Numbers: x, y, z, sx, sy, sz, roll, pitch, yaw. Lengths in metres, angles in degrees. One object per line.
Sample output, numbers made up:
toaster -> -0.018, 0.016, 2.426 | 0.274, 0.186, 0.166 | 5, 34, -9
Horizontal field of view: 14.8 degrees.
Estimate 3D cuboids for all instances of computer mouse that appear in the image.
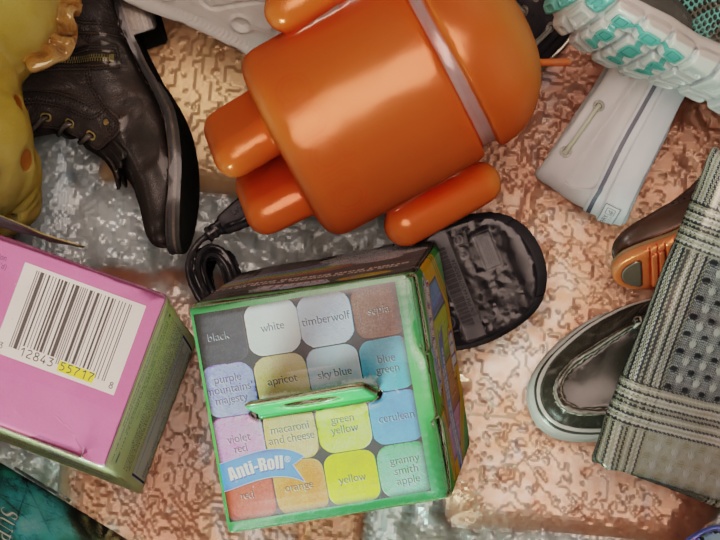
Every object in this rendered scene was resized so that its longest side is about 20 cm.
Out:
computer mouse -> 0.000, 0.000, 1.598 | 0.199, 0.046, 0.141 | -27, 90, 8

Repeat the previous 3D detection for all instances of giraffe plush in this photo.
giraffe plush -> -0.222, -0.118, 1.504 | 0.199, 0.173, 0.163 | 18, 81, -11

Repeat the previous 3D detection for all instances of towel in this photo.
towel -> 0.248, 0.052, 1.539 | 0.199, 0.035, 0.194 | 19, 97, -17

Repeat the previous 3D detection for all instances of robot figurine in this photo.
robot figurine -> 0.015, -0.096, 1.518 | 0.199, 0.117, 0.144 | -29, 75, 2

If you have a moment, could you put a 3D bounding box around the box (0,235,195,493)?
box -> -0.192, 0.041, 1.516 | 0.175, 0.200, 0.097 | 20, 82, 4

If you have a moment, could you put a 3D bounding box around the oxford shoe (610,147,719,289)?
oxford shoe -> 0.225, -0.053, 1.599 | 0.199, 0.071, 0.073 | -25, 64, -9

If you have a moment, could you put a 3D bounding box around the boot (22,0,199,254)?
boot -> -0.190, -0.086, 1.609 | 0.173, 0.069, 0.201 | -15, 75, 2

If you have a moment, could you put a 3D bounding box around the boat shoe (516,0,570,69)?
boat shoe -> 0.085, -0.145, 1.607 | 0.072, 0.063, 0.201 | 33, 85, 4

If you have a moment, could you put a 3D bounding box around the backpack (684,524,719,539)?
backpack -> 0.180, 0.224, 1.484 | 0.182, 0.200, 0.135 | -36, 83, -3

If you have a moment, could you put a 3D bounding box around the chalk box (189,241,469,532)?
chalk box -> -0.015, 0.063, 1.479 | 0.123, 0.200, 0.125 | -8, 96, 8

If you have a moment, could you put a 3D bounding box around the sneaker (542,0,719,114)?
sneaker -> 0.187, -0.146, 1.530 | 0.199, 0.077, 0.092 | 23, 73, -26

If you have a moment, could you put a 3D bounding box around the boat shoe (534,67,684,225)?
boat shoe -> 0.165, -0.128, 1.598 | 0.066, 0.074, 0.201 | 26, 84, 2

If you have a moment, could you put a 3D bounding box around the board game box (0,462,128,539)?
board game box -> -0.170, 0.193, 1.490 | 0.135, 0.200, 0.028 | 32, 117, -13

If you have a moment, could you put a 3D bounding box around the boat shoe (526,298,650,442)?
boat shoe -> 0.188, 0.039, 1.579 | 0.199, 0.064, 0.071 | -23, 83, -2

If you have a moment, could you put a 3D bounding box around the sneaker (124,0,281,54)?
sneaker -> -0.081, -0.215, 1.595 | 0.199, 0.081, 0.147 | 30, 50, -10
